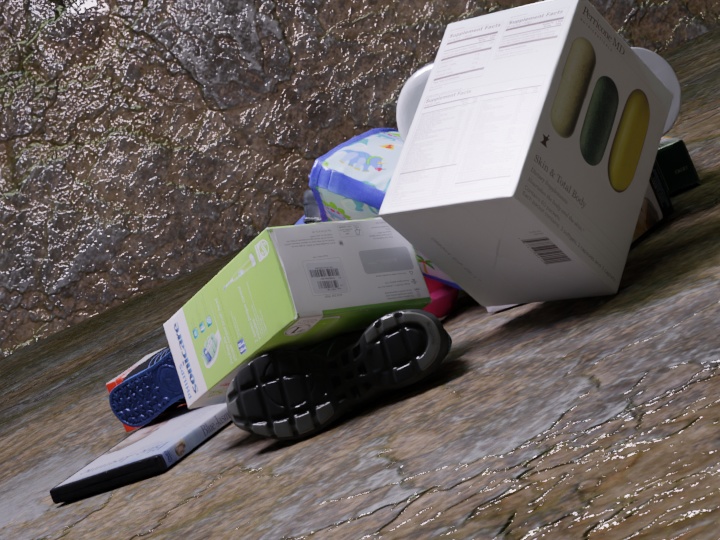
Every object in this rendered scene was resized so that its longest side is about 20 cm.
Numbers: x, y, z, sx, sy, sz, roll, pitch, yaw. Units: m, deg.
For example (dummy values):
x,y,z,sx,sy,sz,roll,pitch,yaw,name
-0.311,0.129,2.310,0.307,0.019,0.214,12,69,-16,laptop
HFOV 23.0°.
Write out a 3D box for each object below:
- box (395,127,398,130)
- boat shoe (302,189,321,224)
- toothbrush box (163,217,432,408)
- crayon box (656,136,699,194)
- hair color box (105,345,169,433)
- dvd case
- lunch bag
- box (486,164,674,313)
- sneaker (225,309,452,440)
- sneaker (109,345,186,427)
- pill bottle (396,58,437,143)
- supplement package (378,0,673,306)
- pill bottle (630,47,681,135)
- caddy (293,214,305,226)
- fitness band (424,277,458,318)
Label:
x,y,z,sx,sy,sz,roll,pitch,yaw,name
0.117,-0.127,2.052,0.050,0.158,0.200,-42,2,-42,box
0.037,-0.068,1.880,0.198,0.061,0.076,-6,-4,-8,boat shoe
-0.057,0.037,1.526,0.145,0.087,0.200,-6,-21,-37,toothbrush box
0.280,-0.098,1.901,0.125,0.052,0.200,-24,7,2,crayon box
-0.158,0.099,1.883,0.199,0.064,0.111,-21,6,21,hair color box
-0.189,0.161,1.690,0.142,0.018,0.200,-20,8,32,dvd case
0.060,-0.063,1.704,0.169,0.129,0.200,20,6,21,lunch bag
0.197,-0.035,1.651,0.116,0.061,0.200,-19,8,39,box
-0.014,0.090,1.462,0.198,0.076,0.079,-18,-8,15,sneaker
-0.160,0.093,1.746,0.199,0.071,0.078,-21,13,33,sneaker
0.113,-0.165,1.691,0.106,0.107,0.200,-21,8,25,pill bottle
0.142,-0.098,1.489,0.150,0.152,0.201,-7,54,45,supplement package
0.234,-0.152,1.717,0.109,0.110,0.200,-25,1,-11,pill bottle
-0.027,-0.006,2.002,0.200,0.105,0.141,-44,-13,29,caddy
0.000,0.000,1.735,0.199,0.038,0.143,18,17,21,fitness band
